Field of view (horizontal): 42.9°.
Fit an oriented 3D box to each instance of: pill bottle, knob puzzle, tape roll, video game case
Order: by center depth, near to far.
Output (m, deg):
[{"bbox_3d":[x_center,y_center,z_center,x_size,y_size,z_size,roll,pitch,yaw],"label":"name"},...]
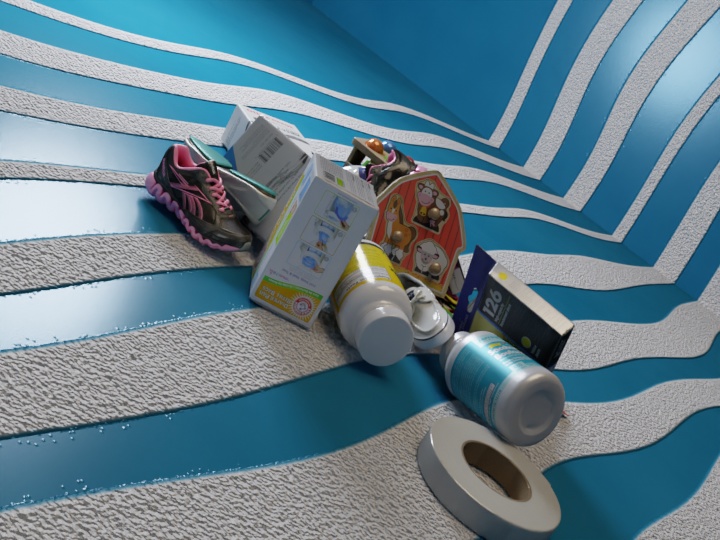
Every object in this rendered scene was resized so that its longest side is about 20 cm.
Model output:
[{"bbox_3d":[0.163,0.266,1.157,0.200,0.037,0.204,28,20,-11],"label":"tape roll"},{"bbox_3d":[0.194,0.159,1.317,0.109,0.113,0.199,18,10,-34],"label":"pill bottle"},{"bbox_3d":[0.013,0.048,1.333,0.110,0.113,0.201,22,22,-24],"label":"pill bottle"},{"bbox_3d":[0.105,-0.076,1.566,0.216,0.224,0.030,24,-9,-22],"label":"knob puzzle"},{"bbox_3d":[0.140,-0.067,1.710,0.200,0.035,0.185,-110,180,-76],"label":"video game case"}]

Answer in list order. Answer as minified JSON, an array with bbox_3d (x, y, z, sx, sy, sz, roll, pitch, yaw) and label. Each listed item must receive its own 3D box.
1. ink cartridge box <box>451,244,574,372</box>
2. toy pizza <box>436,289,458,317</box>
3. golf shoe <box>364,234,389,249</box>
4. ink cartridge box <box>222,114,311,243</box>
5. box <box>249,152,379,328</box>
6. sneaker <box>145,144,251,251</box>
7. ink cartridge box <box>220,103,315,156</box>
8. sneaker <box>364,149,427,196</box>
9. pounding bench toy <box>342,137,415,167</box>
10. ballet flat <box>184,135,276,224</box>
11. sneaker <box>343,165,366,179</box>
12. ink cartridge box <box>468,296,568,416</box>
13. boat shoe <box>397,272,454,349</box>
[{"bbox_3d":[0.213,0.098,1.403,0.047,0.200,0.199,-28,56,-36],"label":"ink cartridge box"},{"bbox_3d":[0.151,0.070,1.613,0.197,0.032,0.201,29,20,-11],"label":"toy pizza"},{"bbox_3d":[0.056,-0.047,1.638,0.198,0.076,0.090,18,62,-50],"label":"golf shoe"},{"bbox_3d":[-0.129,-0.122,1.443,0.200,0.145,0.084,42,-3,27],"label":"ink cartridge box"},{"bbox_3d":[-0.068,-0.042,1.285,0.100,0.202,0.113,26,18,-14],"label":"box"},{"bbox_3d":[-0.227,-0.109,1.339,0.199,0.096,0.079,40,19,16],"label":"sneaker"},{"bbox_3d":[-0.162,-0.217,1.734,0.142,0.085,0.201,15,25,-38],"label":"ink cartridge box"},{"bbox_3d":[0.031,-0.140,1.631,0.095,0.079,0.200,44,62,-2],"label":"sneaker"},{"bbox_3d":[0.011,-0.173,1.788,0.124,0.158,0.199,40,21,23],"label":"pounding bench toy"},{"bbox_3d":[-0.212,-0.135,1.399,0.198,0.070,0.069,35,19,25],"label":"ballet flat"},{"bbox_3d":[-0.045,-0.129,1.635,0.196,0.082,0.115,-9,26,-29],"label":"sneaker"},{"bbox_3d":[0.274,0.141,1.537,0.162,0.050,0.200,34,12,-51],"label":"ink cartridge box"},{"bbox_3d":[0.088,0.060,1.450,0.066,0.073,0.200,55,-4,-23],"label":"boat shoe"}]
